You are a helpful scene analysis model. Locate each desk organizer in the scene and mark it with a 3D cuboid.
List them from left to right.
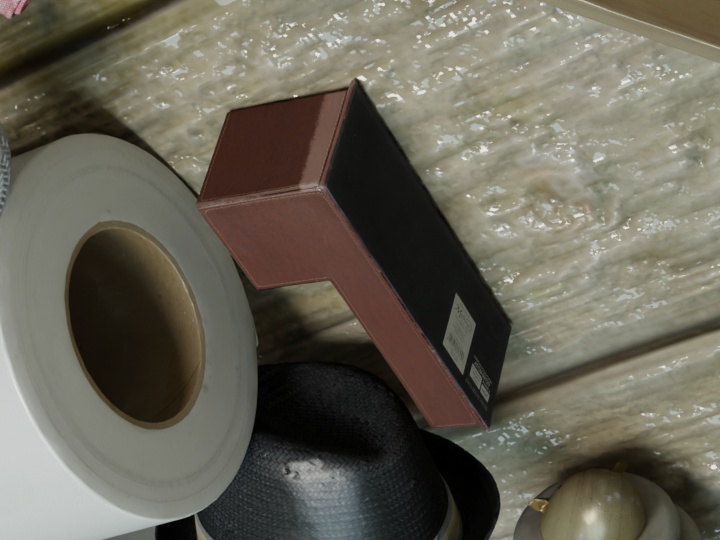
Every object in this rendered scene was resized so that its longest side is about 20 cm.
[{"bbox_3d":[0.000,0.000,1.274,0.077,0.072,0.200,-8,137,28],"label":"desk organizer"}]

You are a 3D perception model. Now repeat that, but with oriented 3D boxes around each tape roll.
[{"bbox_3d":[-0.166,0.044,1.271,0.139,0.203,0.203,-18,132,34],"label":"tape roll"}]

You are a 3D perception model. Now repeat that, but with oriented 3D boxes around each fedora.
[{"bbox_3d":[-0.024,0.107,1.340,0.200,0.201,0.092,0,122,16],"label":"fedora"}]

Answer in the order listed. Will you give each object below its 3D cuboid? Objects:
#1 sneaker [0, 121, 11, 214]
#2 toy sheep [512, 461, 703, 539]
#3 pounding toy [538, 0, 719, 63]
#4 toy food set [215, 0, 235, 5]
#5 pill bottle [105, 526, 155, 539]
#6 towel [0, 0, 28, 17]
[{"bbox_3d":[-0.232,0.015,1.118,0.075,0.115,0.201,31,116,26],"label":"sneaker"},{"bbox_3d":[0.148,0.192,1.417,0.137,0.138,0.201,0,128,16],"label":"toy sheep"},{"bbox_3d":[0.142,-0.191,0.961,0.199,0.143,0.184,18,161,-5],"label":"pounding toy"},{"bbox_3d":[-0.080,-0.208,1.049,0.143,0.061,0.200,-25,128,38],"label":"toy food set"},{"bbox_3d":[-0.226,0.159,1.499,0.199,0.113,0.113,-8,137,25],"label":"pill bottle"},{"bbox_3d":[-0.190,-0.215,1.008,0.200,0.023,0.144,36,121,-3],"label":"towel"}]
